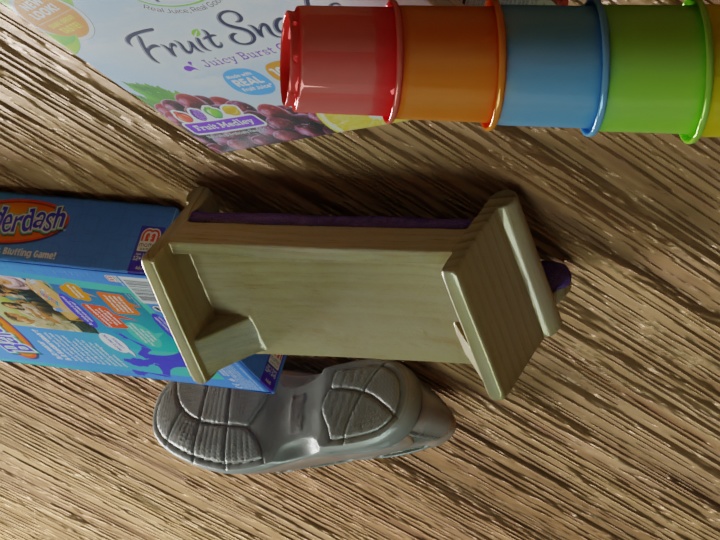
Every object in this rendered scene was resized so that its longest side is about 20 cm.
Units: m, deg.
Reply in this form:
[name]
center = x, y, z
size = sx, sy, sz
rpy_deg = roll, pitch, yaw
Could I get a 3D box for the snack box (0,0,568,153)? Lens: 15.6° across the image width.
[snack box]
center = -0.035, -0.113, 1.082
size = 0.200, 0.053, 0.142
rpy_deg = -8, 146, 45

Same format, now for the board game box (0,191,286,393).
[board game box]
center = -0.159, 0.010, 1.481
size = 0.199, 0.045, 0.152
rpy_deg = 5, 155, 28

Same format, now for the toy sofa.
[toy sofa]
center = 0.000, 0.000, 1.311
size = 0.199, 0.098, 0.083
rpy_deg = 2, 129, 35

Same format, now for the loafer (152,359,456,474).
[loafer]
center = -0.034, 0.092, 1.556
size = 0.199, 0.072, 0.063
rpy_deg = -5, 156, 39

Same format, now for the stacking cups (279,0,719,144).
[stacking cups]
center = 0.070, -0.074, 0.994
size = 0.199, 0.061, 0.061
rpy_deg = -2, 160, -9
